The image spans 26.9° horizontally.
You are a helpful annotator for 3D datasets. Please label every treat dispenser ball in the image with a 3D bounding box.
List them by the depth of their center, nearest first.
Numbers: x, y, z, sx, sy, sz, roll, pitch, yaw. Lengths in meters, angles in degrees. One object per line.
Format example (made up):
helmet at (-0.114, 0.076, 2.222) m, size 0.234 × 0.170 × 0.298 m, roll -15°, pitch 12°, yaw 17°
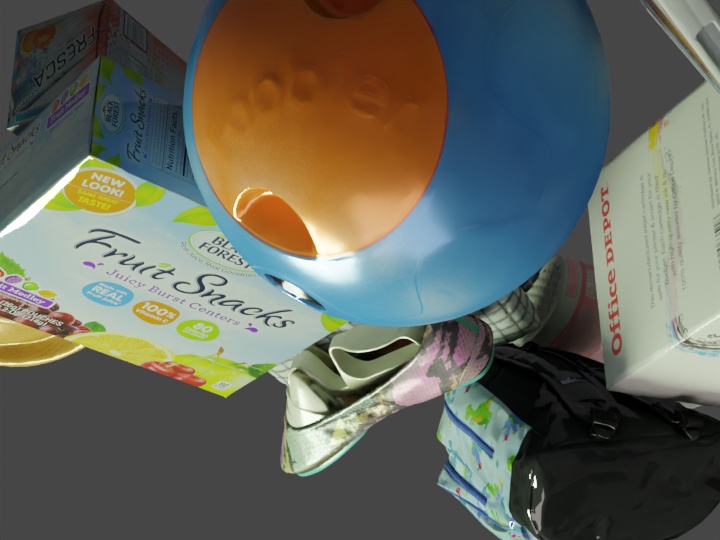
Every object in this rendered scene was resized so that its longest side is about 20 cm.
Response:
treat dispenser ball at (0.017, -0.076, 0.703) m, size 0.198 × 0.203 × 0.201 m, roll 0°, pitch 155°, yaw 0°

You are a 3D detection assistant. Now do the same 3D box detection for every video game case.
video game case at (0.132, -0.129, 0.674) m, size 0.017 × 0.144 × 0.200 m, roll -39°, pitch 143°, yaw 13°

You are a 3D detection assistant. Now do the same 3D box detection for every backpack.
backpack at (0.127, 0.115, 1.004) m, size 0.161 × 0.200 × 0.156 m, roll -2°, pitch 117°, yaw -26°

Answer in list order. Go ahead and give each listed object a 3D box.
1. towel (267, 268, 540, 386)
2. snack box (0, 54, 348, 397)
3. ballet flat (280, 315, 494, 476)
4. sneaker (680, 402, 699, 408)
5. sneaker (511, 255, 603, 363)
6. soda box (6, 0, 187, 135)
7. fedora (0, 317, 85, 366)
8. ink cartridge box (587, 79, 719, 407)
towel at (0.000, 0.000, 0.997) m, size 0.198 × 0.087 × 0.165 m, roll -15°, pitch 148°, yaw 25°
snack box at (-0.105, -0.014, 0.826) m, size 0.199 × 0.068 × 0.168 m, roll 23°, pitch 142°, yaw -35°
ballet flat at (-0.001, 0.070, 0.980) m, size 0.071 × 0.070 × 0.199 m, roll 37°, pitch 133°, yaw -24°
sneaker at (0.285, 0.080, 1.162) m, size 0.077 × 0.101 × 0.200 m, roll 7°, pitch 154°, yaw -15°
sneaker at (0.155, 0.062, 1.148) m, size 0.103 × 0.076 × 0.200 m, roll 13°, pitch 148°, yaw -16°
soda box at (-0.114, -0.073, 0.871) m, size 0.068 × 0.064 × 0.200 m, roll -13°, pitch 151°, yaw 26°
fedora at (-0.238, 0.013, 1.028) m, size 0.198 × 0.083 × 0.201 m, roll -1°, pitch 156°, yaw 0°
ink cartridge box at (0.248, -0.020, 0.890) m, size 0.143 × 0.149 × 0.200 m, roll 10°, pitch 153°, yaw -22°
